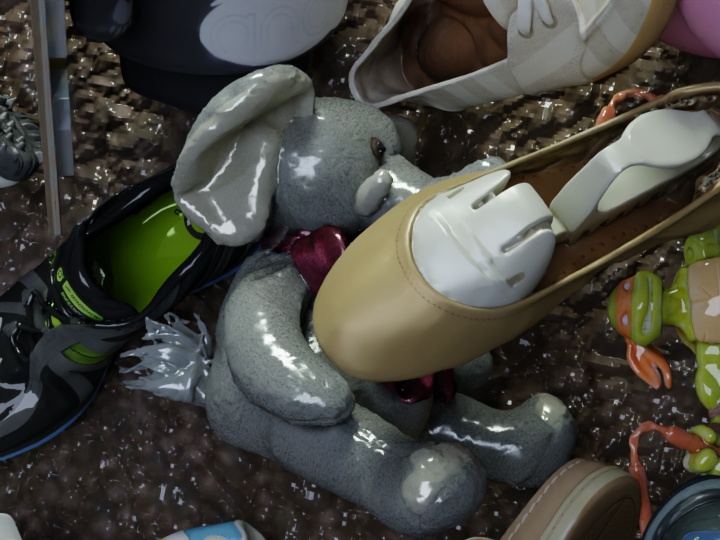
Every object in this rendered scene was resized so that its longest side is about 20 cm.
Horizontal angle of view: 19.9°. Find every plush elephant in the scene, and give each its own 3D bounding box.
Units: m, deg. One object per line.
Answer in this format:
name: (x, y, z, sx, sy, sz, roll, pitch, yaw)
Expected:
plush elephant: (0.000, 0.000, 0.847, 0.199, 0.165, 0.155, 18, 100, 27)

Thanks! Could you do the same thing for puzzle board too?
puzzle board: (-0.135, -0.135, 0.875, 0.017, 0.200, 0.151, -5, 52, -8)

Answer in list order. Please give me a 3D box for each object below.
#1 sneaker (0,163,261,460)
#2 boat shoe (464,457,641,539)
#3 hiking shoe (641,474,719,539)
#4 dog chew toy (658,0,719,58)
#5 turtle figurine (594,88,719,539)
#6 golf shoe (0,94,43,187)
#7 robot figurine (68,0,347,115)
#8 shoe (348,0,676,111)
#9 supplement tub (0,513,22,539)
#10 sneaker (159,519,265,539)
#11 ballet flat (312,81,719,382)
sneaker: (-0.127, 0.012, 0.931, 0.199, 0.083, 0.071, -39, 74, 11)
boat shoe: (0.044, 0.144, 0.843, 0.065, 0.071, 0.200, 46, 124, 28)
hiking shoe: (0.196, 0.156, 0.786, 0.200, 0.087, 0.075, 28, 100, -8)
dog chew toy: (0.165, -0.129, 0.793, 0.124, 0.200, 0.125, -5, 114, -13)
turtle figurine: (0.170, 0.021, 0.845, 0.161, 0.064, 0.201, -4, 75, 10)
golf shoe: (-0.235, -0.061, 0.981, 0.200, 0.078, 0.095, 22, 95, 30)
robot figurine: (-0.066, -0.165, 0.882, 0.124, 0.201, 0.150, -5, 38, -7)
shoe: (0.059, -0.101, 0.835, 0.053, 0.200, 0.070, -16, 87, -29)
supplement tub: (-0.171, 0.222, 0.892, 0.144, 0.145, 0.201, -28, 77, 13)
sneaker: (-0.048, 0.207, 0.891, 0.081, 0.076, 0.201, -26, 79, 13)
ballet flat: (0.069, -0.023, 0.768, 0.200, 0.063, 0.069, -27, 72, -27)
